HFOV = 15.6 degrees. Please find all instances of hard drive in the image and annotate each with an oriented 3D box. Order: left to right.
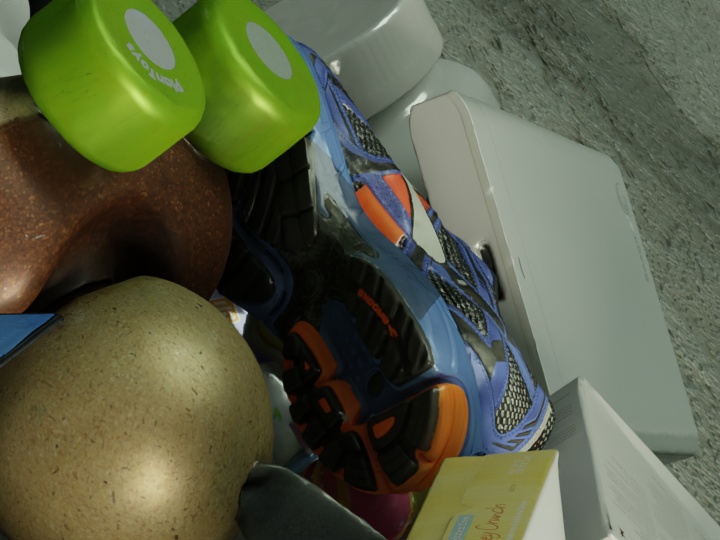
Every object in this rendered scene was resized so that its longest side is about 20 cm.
[{"bbox_3d":[0.078,0.009,1.008,0.200,0.026,0.133,11,62,-68],"label":"hard drive"}]

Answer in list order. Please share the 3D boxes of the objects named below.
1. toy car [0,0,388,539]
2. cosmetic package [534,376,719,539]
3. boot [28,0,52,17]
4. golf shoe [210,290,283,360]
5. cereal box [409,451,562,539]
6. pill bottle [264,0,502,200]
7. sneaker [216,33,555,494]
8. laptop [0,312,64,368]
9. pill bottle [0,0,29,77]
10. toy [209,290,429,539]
[{"bbox_3d":[-0.068,0.040,0.804,0.201,0.164,0.158,59,22,12],"label":"toy car"},{"bbox_3d":[0.115,0.133,0.879,0.200,0.051,0.083,47,19,-28],"label":"cosmetic package"},{"bbox_3d":[-0.097,-0.074,1.055,0.154,0.074,0.203,39,-3,-24],"label":"boot"},{"bbox_3d":[-0.017,0.071,0.973,0.199,0.078,0.098,25,32,-44],"label":"golf shoe"},{"bbox_3d":[0.042,0.168,0.735,0.144,0.039,0.202,-56,140,-71],"label":"cereal box"},{"bbox_3d":[0.022,-0.017,1.086,0.110,0.109,0.201,-94,158,-65],"label":"pill bottle"},{"bbox_3d":[0.000,0.000,0.874,0.078,0.075,0.201,16,37,-41],"label":"sneaker"},{"bbox_3d":[-0.206,-0.006,0.604,0.200,0.116,0.187,51,26,-1],"label":"laptop"},{"bbox_3d":[-0.184,-0.104,0.927,0.111,0.111,0.200,21,29,-51],"label":"pill bottle"},{"bbox_3d":[0.009,0.074,0.886,0.114,0.047,0.201,-10,62,-28],"label":"toy"}]
